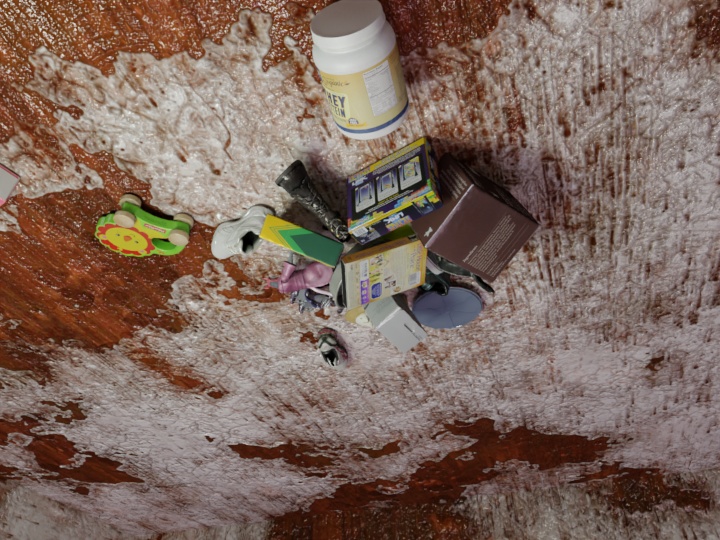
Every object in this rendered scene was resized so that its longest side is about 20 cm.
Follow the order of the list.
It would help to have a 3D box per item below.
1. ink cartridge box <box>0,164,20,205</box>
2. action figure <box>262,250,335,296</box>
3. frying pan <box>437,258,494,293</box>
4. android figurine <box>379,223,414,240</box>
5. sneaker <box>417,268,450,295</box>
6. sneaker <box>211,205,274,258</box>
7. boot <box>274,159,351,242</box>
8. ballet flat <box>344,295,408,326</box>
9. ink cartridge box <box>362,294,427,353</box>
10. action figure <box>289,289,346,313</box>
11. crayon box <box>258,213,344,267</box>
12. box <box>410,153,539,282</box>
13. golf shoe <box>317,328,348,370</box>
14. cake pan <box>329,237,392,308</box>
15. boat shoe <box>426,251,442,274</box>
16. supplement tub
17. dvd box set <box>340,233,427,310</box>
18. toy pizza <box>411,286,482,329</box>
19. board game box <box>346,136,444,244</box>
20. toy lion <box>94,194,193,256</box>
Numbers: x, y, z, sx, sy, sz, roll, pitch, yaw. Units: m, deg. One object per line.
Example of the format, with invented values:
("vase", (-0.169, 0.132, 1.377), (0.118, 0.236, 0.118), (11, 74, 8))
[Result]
("ink cartridge box", (-0.869, -0.175, 1.242), (0.199, 0.085, 0.146), (-23, 135, 28))
("action figure", (-0.148, 0.029, 1.457), (0.199, 0.150, 0.134), (-13, 147, -6))
("frying pan", (0.234, 0.001, 1.300), (0.114, 0.190, 0.031), (7, 108, 1))
("android figurine", (0.090, -0.114, 1.359), (0.181, 0.041, 0.200), (28, 133, -29))
("sneaker", (0.152, 0.003, 1.471), (0.199, 0.080, 0.075), (21, 136, -22))
("sneaker", (-0.288, -0.071, 1.360), (0.200, 0.100, 0.078), (-32, 131, 32))
("boot", (-0.084, -0.135, 1.201), (0.069, 0.174, 0.200), (-43, 169, 3))
("ballet flat", (0.041, 0.124, 1.627), (0.199, 0.063, 0.069), (-21, 137, 23))
("ink cartridge box", (0.068, 0.097, 1.478), (0.083, 0.200, 0.145), (-41, 130, 7))
("action figure", (-0.087, 0.081, 1.537), (0.199, 0.070, 0.130), (1, 163, 29))
("crayon box", (-0.124, -0.064, 1.282), (0.172, 0.059, 0.200), (23, 180, -2))
("box", (0.234, -0.111, 1.235), (0.199, 0.166, 0.165), (25, 114, -27))
("golf shoe", (-0.088, 0.266, 1.776), (0.072, 0.093, 0.200), (-12, 140, 11))
("cake pan", (0.000, 0.000, 1.353), (0.037, 0.200, 0.201), (39, 145, 22))
("boat shoe", (0.182, -0.044, 1.391), (0.063, 0.071, 0.200), (-24, 158, 18))
("supplement tub", (0.000, -0.346, 0.997), (0.143, 0.145, 0.200), (-9, 139, 11))
("dvd box set", (0.054, 0.001, 1.280), (0.199, 0.029, 0.147), (-19, 137, -16))
("toy pizza", (0.243, 0.101, 1.627), (0.199, 0.032, 0.201), (-1, 141, 0))
("board game box", (0.067, -0.165, 1.198), (0.199, 0.166, 0.057), (-23, 136, 25))
("toy lion", (-0.522, -0.086, 1.377), (0.199, 0.069, 0.192), (20, 143, -23))
